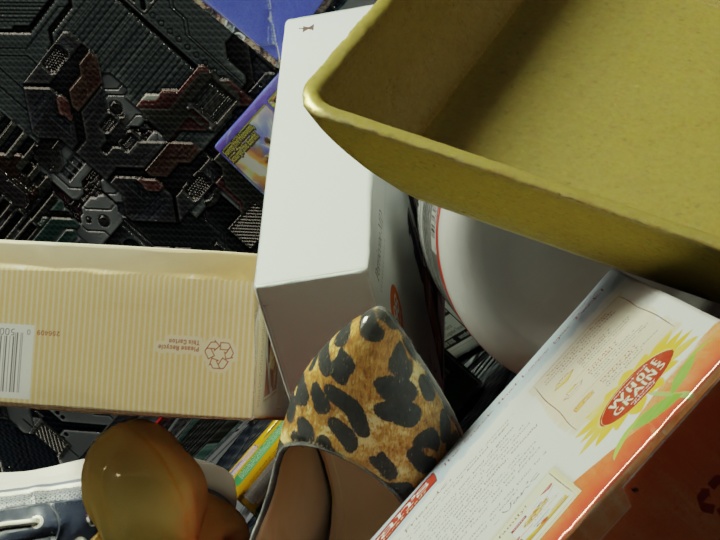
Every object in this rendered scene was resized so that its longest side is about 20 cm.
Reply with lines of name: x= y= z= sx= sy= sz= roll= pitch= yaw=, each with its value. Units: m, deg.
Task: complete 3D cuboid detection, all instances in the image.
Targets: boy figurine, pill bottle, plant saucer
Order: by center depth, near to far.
plant saucer: x=0.107 y=-0.059 z=0.718 sx=0.200 sy=0.199 sz=0.049 roll=-53 pitch=-23 yaw=-45
pill bottle: x=0.082 y=-0.020 z=0.860 sx=0.116 sy=0.116 sz=0.200 roll=-48 pitch=5 yaw=3
boy figurine: x=-0.109 y=0.141 z=1.018 sx=0.124 sy=0.065 sz=0.200 roll=-26 pitch=-26 yaw=-20

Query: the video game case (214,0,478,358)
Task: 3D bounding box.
video game case: x=0.026 y=-0.046 z=1.127 sx=0.045 sy=0.181 sz=0.200 roll=-49 pitch=5 yaw=-23

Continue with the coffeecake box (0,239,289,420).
coffeecake box: x=-0.105 y=0.031 z=1.006 sx=0.200 sy=0.152 sz=0.074 roll=30 pitch=-117 yaw=-82

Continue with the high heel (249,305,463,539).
high heel: x=-0.023 y=0.116 z=0.745 sx=0.143 sy=0.071 sz=0.201 roll=-47 pitch=-27 yaw=-37

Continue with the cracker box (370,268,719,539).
cracker box: x=0.066 y=0.073 z=0.633 sx=0.134 sy=0.058 sz=0.200 roll=-49 pitch=6 yaw=2

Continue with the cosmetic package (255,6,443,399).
cosmetic package: x=0.000 y=0.000 z=0.952 sx=0.051 sy=0.151 sz=0.201 roll=-10 pitch=37 yaw=10

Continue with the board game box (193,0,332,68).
board game box: x=-0.013 y=-0.213 z=1.072 sx=0.160 sy=0.097 sz=0.200 roll=-50 pitch=5 yaw=21

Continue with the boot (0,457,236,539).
boot: x=-0.162 y=0.153 z=1.121 sx=0.073 sy=0.199 sz=0.091 roll=83 pitch=-178 yaw=-55

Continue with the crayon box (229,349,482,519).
crayon box: x=-0.009 y=0.091 z=1.165 sx=0.126 sy=0.052 sz=0.200 roll=-49 pitch=6 yaw=-6
